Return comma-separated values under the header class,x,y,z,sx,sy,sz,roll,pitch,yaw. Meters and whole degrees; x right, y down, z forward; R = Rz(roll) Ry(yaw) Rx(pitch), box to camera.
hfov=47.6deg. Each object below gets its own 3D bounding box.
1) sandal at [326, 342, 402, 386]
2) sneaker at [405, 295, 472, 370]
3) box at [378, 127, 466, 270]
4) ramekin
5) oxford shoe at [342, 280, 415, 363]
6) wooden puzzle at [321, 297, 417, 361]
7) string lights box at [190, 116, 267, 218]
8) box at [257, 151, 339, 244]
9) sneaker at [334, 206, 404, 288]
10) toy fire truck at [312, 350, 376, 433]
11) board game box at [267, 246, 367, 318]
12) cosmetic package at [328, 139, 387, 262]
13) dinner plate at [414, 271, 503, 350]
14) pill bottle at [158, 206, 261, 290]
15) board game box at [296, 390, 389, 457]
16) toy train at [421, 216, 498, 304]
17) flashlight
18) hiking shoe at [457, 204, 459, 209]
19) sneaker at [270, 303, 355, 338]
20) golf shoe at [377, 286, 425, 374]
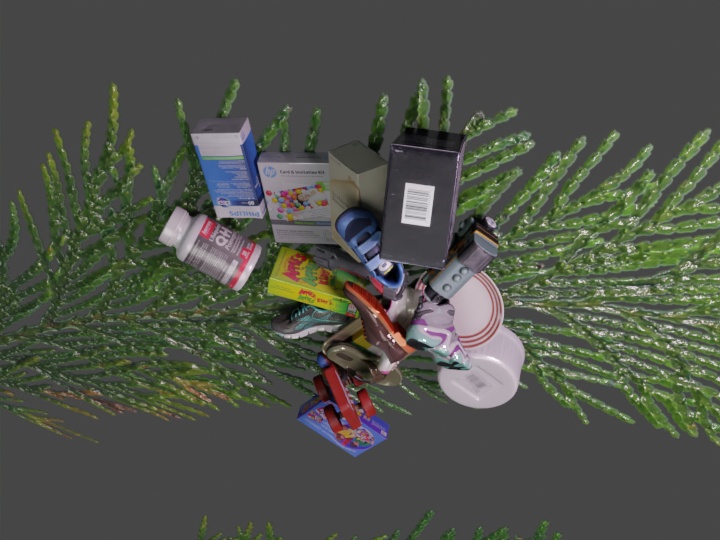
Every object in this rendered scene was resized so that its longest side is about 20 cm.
class,x,y,z,sx,sy,sz,roll,pitch,yaw
sandal,0.006,0.221,1.812,0.200,0.058,0.080,25,131,-29
sneaker,0.178,0.116,1.680,0.077,0.141,0.200,-4,152,39
box,0.110,-0.131,1.426,0.122,0.199,0.202,9,108,9
ramekin,0.263,0.215,1.814,0.198,0.098,0.202,7,133,8
oxford shoe,0.024,0.108,1.656,0.072,0.071,0.200,-40,98,14
wooden puzzle,0.042,0.161,1.815,0.184,0.037,0.200,32,121,-33
string lights box,-0.252,-0.197,1.599,0.101,0.059,0.201,2,132,14
box,-0.110,-0.142,1.626,0.154,0.041,0.202,3,131,12
sneaker,0.025,-0.040,1.499,0.074,0.083,0.200,-37,134,6
toy fire truck,-0.050,0.263,1.870,0.111,0.201,0.168,-23,147,-2
board game box,-0.088,0.024,1.728,0.198,0.102,0.048,16,135,0
cosmetic package,-0.004,-0.130,1.546,0.103,0.073,0.202,41,146,41
dinner plate,0.206,0.072,1.716,0.198,0.024,0.203,9,115,21
pill bottle,-0.317,-0.050,1.716,0.199,0.111,0.111,30,132,-13
board game box,-0.045,0.388,2.091,0.199,0.045,0.134,37,130,-19
toy train,0.192,-0.019,1.597,0.085,0.114,0.200,34,123,-15
flashlight,0.000,0.000,1.682,0.198,0.068,0.068,21,108,22
hiking shoe,0.112,-0.072,1.606,0.100,0.076,0.201,28,132,-7
sneaker,-0.111,0.093,1.825,0.197,0.078,0.092,-9,126,10
golf shoe,0.066,0.121,1.728,0.091,0.075,0.202,20,103,-5
